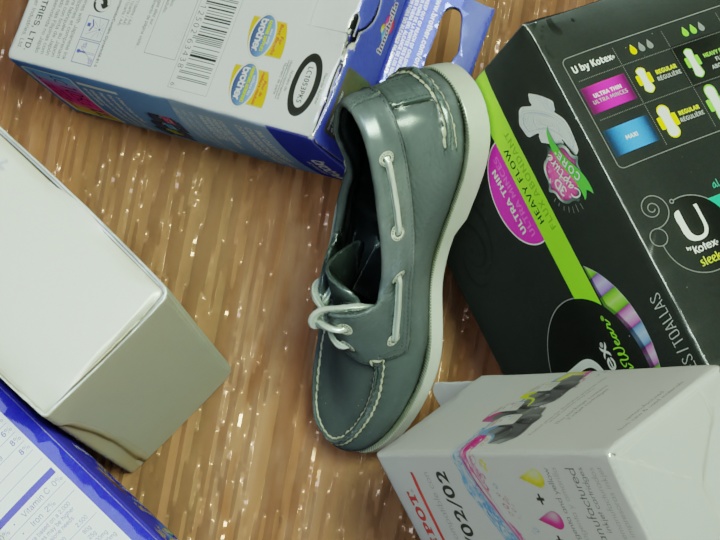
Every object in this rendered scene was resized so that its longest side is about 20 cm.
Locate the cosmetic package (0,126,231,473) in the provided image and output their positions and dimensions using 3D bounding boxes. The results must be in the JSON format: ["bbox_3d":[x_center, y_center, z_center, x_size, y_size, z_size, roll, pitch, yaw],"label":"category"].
[{"bbox_3d":[-0.125,0.018,0.995,0.104,0.200,0.073,43,86,12],"label":"cosmetic package"}]

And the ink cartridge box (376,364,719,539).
[{"bbox_3d":[0.084,0.105,0.934,0.068,0.200,0.115,-33,103,-29],"label":"ink cartridge box"}]

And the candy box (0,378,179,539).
[{"bbox_3d":[-0.126,0.122,0.992,0.200,0.169,0.077,43,83,12],"label":"candy box"}]

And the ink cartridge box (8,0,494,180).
[{"bbox_3d":[-0.042,-0.123,1.051,0.200,0.076,0.137,16,81,27],"label":"ink cartridge box"}]

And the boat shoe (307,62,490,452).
[{"bbox_3d":[0.000,0.000,1.005,0.062,0.200,0.073,-12,43,-33],"label":"boat shoe"}]

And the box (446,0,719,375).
[{"bbox_3d":[0.132,-0.005,0.984,0.124,0.149,0.200,-21,76,-27],"label":"box"}]
